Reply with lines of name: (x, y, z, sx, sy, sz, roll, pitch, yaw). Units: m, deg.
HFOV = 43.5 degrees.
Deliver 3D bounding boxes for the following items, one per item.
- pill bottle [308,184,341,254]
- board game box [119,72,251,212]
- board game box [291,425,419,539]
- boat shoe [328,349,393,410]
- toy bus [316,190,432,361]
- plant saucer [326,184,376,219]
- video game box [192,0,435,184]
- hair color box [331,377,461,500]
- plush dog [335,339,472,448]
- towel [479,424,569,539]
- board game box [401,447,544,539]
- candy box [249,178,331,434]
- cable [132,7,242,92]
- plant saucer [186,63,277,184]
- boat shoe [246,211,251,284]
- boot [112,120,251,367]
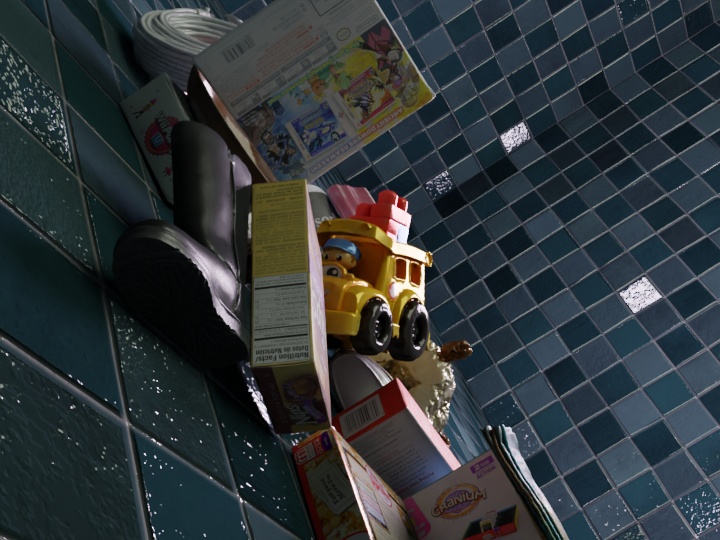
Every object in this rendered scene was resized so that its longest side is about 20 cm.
pill bottle: (-0.076, -0.041, 1.197, 0.200, 0.116, 0.116, 59, 6, 21)
board game box: (-0.171, -0.107, 1.017, 0.148, 0.064, 0.200, 60, 5, 27)
board game box: (0.018, 0.251, 0.779, 0.152, 0.046, 0.200, 53, 7, -38)
boat shoe: (0.025, 0.182, 1.074, 0.200, 0.075, 0.068, 56, 4, 5)
toy bus: (0.000, 0.000, 1.024, 0.200, 0.135, 0.193, 15, 84, -60)
plant saucer: (0.025, -0.038, 1.242, 0.201, 0.051, 0.201, 59, 1, -2)
video game box: (-0.049, -0.211, 0.984, 0.182, 0.200, 0.047, 56, 3, -17)
hair color box: (0.052, 0.221, 0.959, 0.200, 0.101, 0.061, 56, 6, -25)
plush dog: (0.072, 0.169, 1.239, 0.200, 0.160, 0.172, 54, -20, 26)
towel: (0.174, 0.230, 0.820, 0.200, 0.022, 0.147, 60, 5, 17)
board game box: (0.106, 0.282, 0.839, 0.040, 0.153, 0.200, 54, 7, -40)
candy box: (-0.063, 0.031, 0.811, 0.117, 0.056, 0.200, 81, 4, -53)
cable: (-0.206, -0.288, 1.204, 0.200, 0.069, 0.200, -12, 40, -46)
plant saucer: (-0.138, -0.143, 1.020, 0.200, 0.032, 0.200, 57, 6, -9)
boat shoe: (-0.125, -0.015, 0.908, 0.069, 0.071, 0.200, 58, 15, 5)
boot: (-0.135, -0.048, 0.720, 0.165, 0.065, 0.200, 68, 16, -51)
